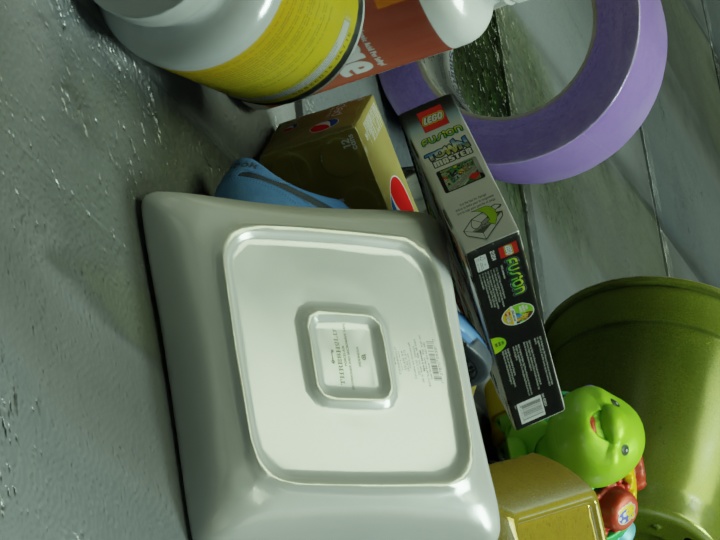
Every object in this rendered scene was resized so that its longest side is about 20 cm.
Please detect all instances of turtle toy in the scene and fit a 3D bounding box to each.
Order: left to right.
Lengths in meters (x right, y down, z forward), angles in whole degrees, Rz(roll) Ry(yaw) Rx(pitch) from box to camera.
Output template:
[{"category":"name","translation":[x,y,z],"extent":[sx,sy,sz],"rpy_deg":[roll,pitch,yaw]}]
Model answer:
[{"category":"turtle toy","translation":[0.147,0.137,1.842],"extent":[0.200,0.101,0.146],"rpy_deg":[75,4,-71]}]

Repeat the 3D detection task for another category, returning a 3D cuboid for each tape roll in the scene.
[{"category":"tape roll","translation":[0.115,-0.167,1.916],"extent":[0.085,0.199,0.201],"rpy_deg":[24,52,-69]}]

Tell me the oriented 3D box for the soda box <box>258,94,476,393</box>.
[{"category":"soda box","translation":[0.007,-0.002,1.651],"extent":[0.064,0.068,0.201],"rpy_deg":[-64,134,-65]}]

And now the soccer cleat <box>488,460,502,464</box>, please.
[{"category":"soccer cleat","translation":[0.072,0.206,1.665],"extent":[0.200,0.068,0.073],"rpy_deg":[-80,149,-47]}]

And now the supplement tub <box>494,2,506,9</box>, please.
[{"category":"supplement tub","translation":[0.023,-0.264,1.814],"extent":[0.145,0.145,0.201],"rpy_deg":[-19,92,-73]}]

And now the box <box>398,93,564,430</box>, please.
[{"category":"box","translation":[0.073,-0.002,1.572],"extent":[0.200,0.035,0.110],"rpy_deg":[70,-3,-56]}]

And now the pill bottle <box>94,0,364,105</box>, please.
[{"category":"pill bottle","translation":[-0.079,-0.159,1.456],"extent":[0.200,0.112,0.112],"rpy_deg":[16,59,-70]}]

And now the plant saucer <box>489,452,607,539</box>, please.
[{"category":"plant saucer","translation":[0.113,0.213,1.614],"extent":[0.200,0.048,0.201],"rpy_deg":[-4,81,-65]}]

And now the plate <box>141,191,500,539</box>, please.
[{"category":"plate","translation":[-0.013,0.051,1.425],"extent":[0.199,0.032,0.200],"rpy_deg":[4,66,-35]}]

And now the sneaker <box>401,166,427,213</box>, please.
[{"category":"sneaker","translation":[0.034,-0.025,1.776],"extent":[0.200,0.076,0.091],"rpy_deg":[-16,99,-66]}]

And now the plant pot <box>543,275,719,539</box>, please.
[{"category":"plant pot","translation":[0.221,0.141,2.014],"extent":[0.201,0.200,0.193],"rpy_deg":[58,34,-40]}]

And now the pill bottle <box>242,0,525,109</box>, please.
[{"category":"pill bottle","translation":[0.009,-0.176,1.594],"extent":[0.112,0.199,0.113],"rpy_deg":[-17,90,-73]}]

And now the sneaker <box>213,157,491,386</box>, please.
[{"category":"sneaker","translation":[0.000,0.000,1.527],"extent":[0.200,0.066,0.079],"rpy_deg":[31,46,-27]}]
